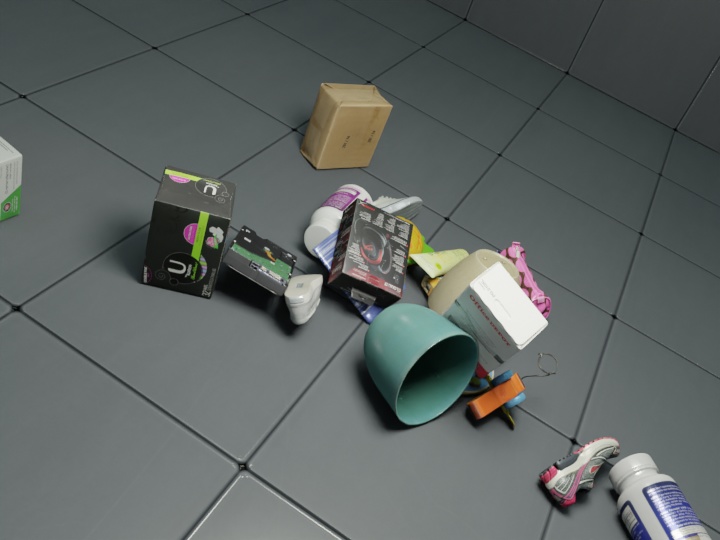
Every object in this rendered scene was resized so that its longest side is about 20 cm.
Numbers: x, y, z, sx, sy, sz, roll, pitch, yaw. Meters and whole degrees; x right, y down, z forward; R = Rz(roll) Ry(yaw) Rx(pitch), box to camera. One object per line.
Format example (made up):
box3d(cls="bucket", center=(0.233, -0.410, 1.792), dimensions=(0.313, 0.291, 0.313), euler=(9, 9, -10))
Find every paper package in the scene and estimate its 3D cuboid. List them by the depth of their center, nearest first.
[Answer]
box3d(cls="paper package", center=(-0.038, -0.378, 2.029), dimensions=(0.187, 0.202, 0.104), euler=(-8, 46, -36))

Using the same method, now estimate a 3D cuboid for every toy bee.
box3d(cls="toy bee", center=(0.292, 0.247, 1.540), dimensions=(0.195, 0.109, 0.134), euler=(-5, 74, -14))

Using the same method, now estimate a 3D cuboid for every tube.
box3d(cls="tube", center=(0.191, -0.018, 1.792), dimensions=(0.057, 0.053, 0.198), euler=(-1, 5, 36))

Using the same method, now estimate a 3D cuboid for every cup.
box3d(cls="cup", center=(0.258, 0.043, 1.623), dimensions=(0.196, 0.145, 0.202), euler=(18, 28, -10))

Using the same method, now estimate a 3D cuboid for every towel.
box3d(cls="towel", center=(0.000, 0.000, 1.660), dimensions=(0.201, 0.024, 0.144), euler=(52, 51, -2))

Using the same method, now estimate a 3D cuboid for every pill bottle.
box3d(cls="pill bottle", center=(0.536, 0.441, 1.392), dimensions=(0.117, 0.121, 0.202), euler=(4, 41, -23))
box3d(cls="pill bottle", center=(-0.051, -0.109, 1.765), dimensions=(0.111, 0.114, 0.200), euler=(28, 37, 9))

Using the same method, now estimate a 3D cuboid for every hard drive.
box3d(cls="hard drive", center=(-0.202, -0.022, 1.569), dimensions=(0.138, 0.038, 0.200), euler=(31, 13, -9))

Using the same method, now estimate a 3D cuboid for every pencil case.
box3d(cls="pencil case", center=(0.390, 0.029, 1.844), dimensions=(0.089, 0.095, 0.202), euler=(5, 41, -22))

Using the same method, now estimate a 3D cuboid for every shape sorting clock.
box3d(cls="shape sorting clock", center=(0.191, 0.174, 1.605), dimensions=(0.195, 0.040, 0.202), euler=(14, 38, -11))

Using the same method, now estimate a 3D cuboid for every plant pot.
box3d(cls="plant pot", center=(0.099, 0.158, 1.455), dimensions=(0.197, 0.204, 0.161), euler=(-10, 37, -36))

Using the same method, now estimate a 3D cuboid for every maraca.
box3d(cls="maraca", center=(0.098, -0.066, 1.800), dimensions=(0.198, 0.107, 0.138), euler=(3, 46, -47))

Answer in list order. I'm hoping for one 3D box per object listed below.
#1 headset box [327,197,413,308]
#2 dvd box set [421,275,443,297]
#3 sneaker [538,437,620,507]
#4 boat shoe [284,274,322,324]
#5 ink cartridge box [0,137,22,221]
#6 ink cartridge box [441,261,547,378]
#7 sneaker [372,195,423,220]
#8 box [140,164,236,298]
box3d(cls="headset box", center=(0.021, -0.026, 1.621), dimensions=(0.146, 0.075, 0.204), euler=(22, 60, -21))
box3d(cls="dvd box set", center=(0.236, 0.086, 1.717), dimensions=(0.143, 0.030, 0.201), euler=(8, 32, -28))
box3d(cls="sneaker", center=(0.421, 0.378, 1.454), dimensions=(0.197, 0.081, 0.076), euler=(-18, 66, -32))
box3d(cls="boat shoe", center=(-0.111, 0.056, 1.563), dimensions=(0.070, 0.070, 0.200), euler=(-4, 14, 0))
box3d(cls="ink cartridge box", center=(-0.736, -0.147, 1.424), dimensions=(0.082, 0.148, 0.199), euler=(35, 39, 16))
box3d(cls="ink cartridge box", center=(0.241, 0.097, 1.437), dimensions=(0.084, 0.201, 0.146), euler=(-34, 78, -23))
box3d(cls="sneaker", center=(0.074, -0.159, 1.924), dimensions=(0.198, 0.074, 0.071), euler=(-18, 55, -41))
box3d(cls="box", center=(-0.333, -0.073, 1.497), dimensions=(0.145, 0.203, 0.126), euler=(13, 37, -12))
